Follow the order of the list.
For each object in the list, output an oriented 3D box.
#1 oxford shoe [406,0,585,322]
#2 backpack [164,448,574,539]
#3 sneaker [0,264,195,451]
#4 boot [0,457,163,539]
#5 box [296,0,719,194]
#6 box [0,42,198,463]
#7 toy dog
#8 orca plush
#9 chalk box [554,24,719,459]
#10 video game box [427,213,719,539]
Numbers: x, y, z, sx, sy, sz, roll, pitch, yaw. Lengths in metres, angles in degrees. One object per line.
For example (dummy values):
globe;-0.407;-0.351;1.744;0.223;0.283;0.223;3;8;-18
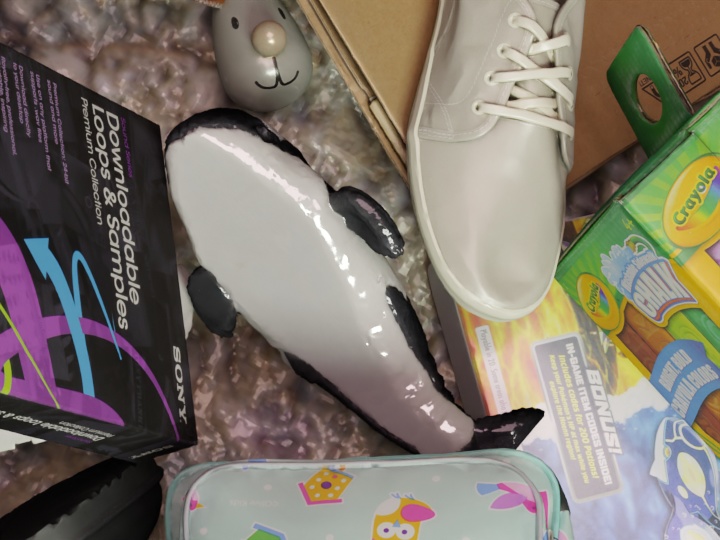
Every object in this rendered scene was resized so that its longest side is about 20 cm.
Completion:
oxford shoe;0.064;-0.079;0.982;0.075;0.058;0.201;12;75;-24
backpack;0.003;0.171;0.900;0.174;0.153;0.201;-1;69;2
sneaker;-0.165;0.028;0.969;0.199;0.076;0.081;-21;118;-14
boot;-0.120;0.188;0.948;0.198;0.073;0.163;-39;103;-42
box;0.076;-0.123;1.042;0.199;0.021;0.164;-33;92;-27
box;-0.130;-0.012;0.875;0.036;0.200;0.144;-15;73;21
toy dog;-0.066;-0.181;1.035;0.132;0.096;0.200;-41;84;-14
orca plush;0.000;0.000;0.986;0.200;0.105;0.071;37;37;-6
chalk box;0.168;-0.012;0.966;0.124;0.125;0.200;-42;83;-15
video game box;0.143;0.068;1.029;0.181;0.047;0.201;-13;78;-12
